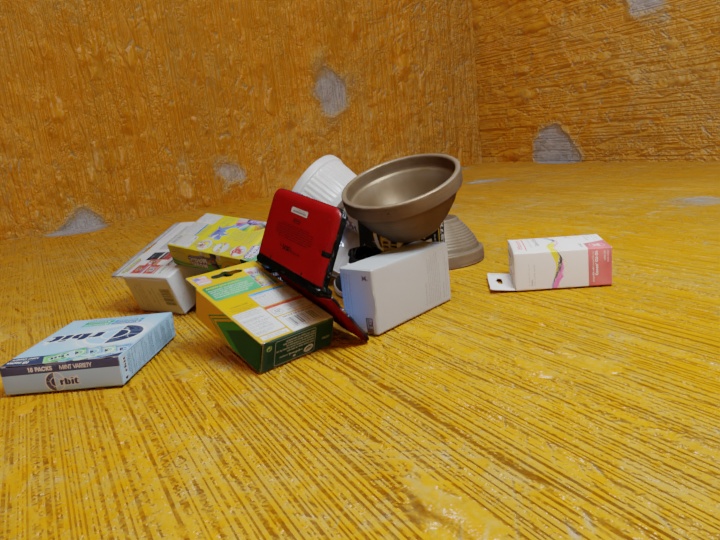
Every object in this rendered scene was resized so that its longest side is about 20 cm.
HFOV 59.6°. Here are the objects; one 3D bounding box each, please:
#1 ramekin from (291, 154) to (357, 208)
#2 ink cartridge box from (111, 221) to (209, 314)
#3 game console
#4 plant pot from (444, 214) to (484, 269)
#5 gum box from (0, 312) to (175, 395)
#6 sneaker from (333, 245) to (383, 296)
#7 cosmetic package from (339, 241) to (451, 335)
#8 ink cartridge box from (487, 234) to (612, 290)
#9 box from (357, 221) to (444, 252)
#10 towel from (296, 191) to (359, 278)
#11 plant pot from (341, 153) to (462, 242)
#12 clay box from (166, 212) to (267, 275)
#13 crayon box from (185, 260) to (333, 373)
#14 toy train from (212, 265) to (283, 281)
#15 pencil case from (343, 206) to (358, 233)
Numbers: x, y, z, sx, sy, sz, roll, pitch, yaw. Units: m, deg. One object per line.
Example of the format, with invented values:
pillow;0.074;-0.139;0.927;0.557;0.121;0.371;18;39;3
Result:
ramekin;-0.075;-0.156;1.463;0.105;0.201;0.200;35;28;15
ink cartridge box;-0.356;-0.012;1.242;0.174;0.084;0.200;2;36;34
game console;-0.058;-0.013;0.926;0.118;0.174;0.199;12;8;-36
plant pot;0.161;-0.066;1.341;0.198;0.094;0.201;-6;14;2
gum box;-0.390;0.117;0.927;0.168;0.045;0.200;-5;12;4
sneaker;0.000;0.000;1.118;0.070;0.100;0.200;-13;13;-21
cosmetic package;0.060;0.022;0.993;0.074;0.103;0.199;4;15;43
ink cartridge box;0.320;-0.015;1.089;0.198;0.068;0.117;-4;13;9
box;0.075;-0.073;1.171;0.158;0.202;0.049;-1;12;20
towel;-0.074;-0.069;1.268;0.199;0.024;0.148;27;55;4
plant pot;0.075;-0.110;1.037;0.199;0.093;0.201;-13;28;7
clay box;-0.230;-0.045;1.118;0.198;0.048;0.115;12;41;29
crayon box;-0.150;0.060;0.910;0.125;0.052;0.199;-17;37;-40
toy train;-0.175;0.018;1.168;0.199;0.088;0.114;-16;10;-36
pencil case;0.057;-0.089;1.243;0.199;0.090;0.078;31;17;12
